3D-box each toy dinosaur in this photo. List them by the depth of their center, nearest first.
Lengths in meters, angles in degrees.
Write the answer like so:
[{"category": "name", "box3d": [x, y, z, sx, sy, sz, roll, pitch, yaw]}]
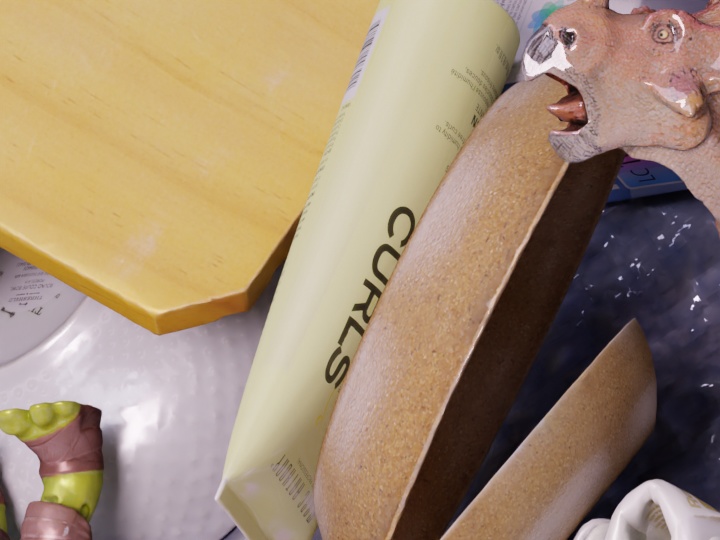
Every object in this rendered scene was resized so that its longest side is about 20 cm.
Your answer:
[{"category": "toy dinosaur", "box3d": [0.141, -0.044, 0.715, 0.085, 0.137, 0.200, -12, 7, 36]}]

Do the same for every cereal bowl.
[{"category": "cereal bowl", "box3d": [-0.107, 0.028, 0.958, 0.199, 0.083, 0.201, -25, 40, 23]}]

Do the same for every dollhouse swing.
[{"category": "dollhouse swing", "box3d": [-0.092, -0.054, 0.929, 0.201, 0.175, 0.182, -56, -3, -24]}]

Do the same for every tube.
[{"category": "tube", "box3d": [0.000, 0.000, 0.803, 0.052, 0.058, 0.201, -18, 46, 57]}]

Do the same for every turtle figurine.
[{"category": "turtle figurine", "box3d": [-0.104, 0.130, 0.845, 0.199, 0.064, 0.163, -24, 71, 44]}]

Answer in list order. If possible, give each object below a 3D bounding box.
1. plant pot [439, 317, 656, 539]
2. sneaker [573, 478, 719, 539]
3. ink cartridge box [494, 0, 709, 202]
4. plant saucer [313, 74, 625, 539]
[{"category": "plant pot", "box3d": [0.026, 0.099, 0.719, 0.200, 0.027, 0.200, -49, -7, -8]}, {"category": "sneaker", "box3d": [0.120, 0.078, 0.669, 0.073, 0.116, 0.201, 2, 53, 46]}, {"category": "ink cartridge box", "box3d": [0.048, -0.090, 0.935, 0.199, 0.076, 0.137, -7, 47, 36]}, {"category": "plant saucer", "box3d": [0.032, 0.015, 0.762, 0.035, 0.201, 0.201, 25, 67, 9]}]
